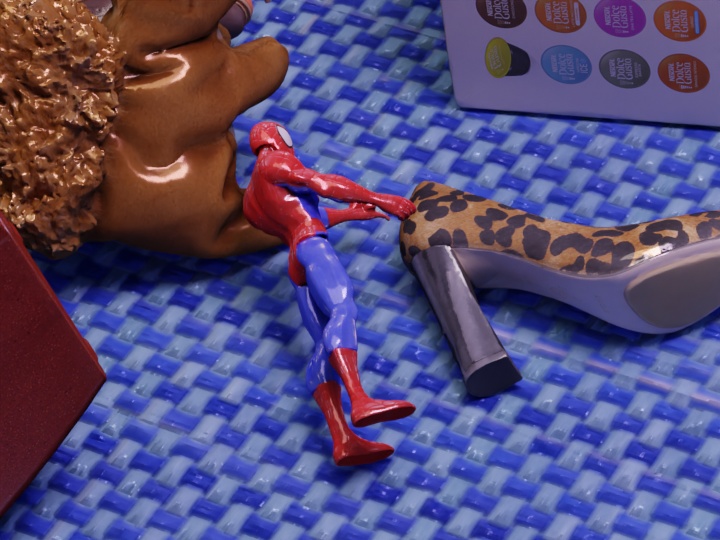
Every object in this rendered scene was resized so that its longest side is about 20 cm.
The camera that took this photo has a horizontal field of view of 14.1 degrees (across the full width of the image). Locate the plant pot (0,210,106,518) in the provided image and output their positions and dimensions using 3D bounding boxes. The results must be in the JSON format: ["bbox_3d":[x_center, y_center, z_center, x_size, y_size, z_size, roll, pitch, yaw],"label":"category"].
[{"bbox_3d":[-0.247,0.025,1.443,0.176,0.200,0.200,-34,47,-4],"label":"plant pot"}]

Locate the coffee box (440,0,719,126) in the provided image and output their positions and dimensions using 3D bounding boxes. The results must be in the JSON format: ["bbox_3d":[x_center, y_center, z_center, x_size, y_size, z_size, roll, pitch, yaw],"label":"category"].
[{"bbox_3d":[0.157,-0.223,1.662,0.197,0.200,0.200,6,46,16],"label":"coffee box"}]

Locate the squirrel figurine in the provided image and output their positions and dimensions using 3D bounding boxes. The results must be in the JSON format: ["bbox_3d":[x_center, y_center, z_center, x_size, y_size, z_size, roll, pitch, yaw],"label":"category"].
[{"bbox_3d":[-0.129,-0.110,1.573,0.199,0.187,0.141,-14,38,-34],"label":"squirrel figurine"}]

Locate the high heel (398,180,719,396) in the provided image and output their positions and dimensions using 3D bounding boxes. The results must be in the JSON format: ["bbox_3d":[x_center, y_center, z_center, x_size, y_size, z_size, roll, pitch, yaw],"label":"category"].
[{"bbox_3d":[0.122,-0.027,1.553,0.199,0.072,0.143,-22,50,-1],"label":"high heel"}]

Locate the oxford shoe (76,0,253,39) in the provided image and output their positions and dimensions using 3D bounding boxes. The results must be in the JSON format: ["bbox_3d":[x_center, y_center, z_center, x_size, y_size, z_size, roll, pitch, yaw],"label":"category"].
[{"bbox_3d":[-0.160,-0.128,1.726,0.199,0.071,0.073,-9,62,8],"label":"oxford shoe"}]

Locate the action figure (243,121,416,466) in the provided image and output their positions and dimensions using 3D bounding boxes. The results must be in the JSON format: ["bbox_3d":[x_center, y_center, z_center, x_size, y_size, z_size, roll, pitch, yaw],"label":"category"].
[{"bbox_3d":[0.000,0.000,1.532,0.099,0.065,0.200,-9,59,-26],"label":"action figure"}]
